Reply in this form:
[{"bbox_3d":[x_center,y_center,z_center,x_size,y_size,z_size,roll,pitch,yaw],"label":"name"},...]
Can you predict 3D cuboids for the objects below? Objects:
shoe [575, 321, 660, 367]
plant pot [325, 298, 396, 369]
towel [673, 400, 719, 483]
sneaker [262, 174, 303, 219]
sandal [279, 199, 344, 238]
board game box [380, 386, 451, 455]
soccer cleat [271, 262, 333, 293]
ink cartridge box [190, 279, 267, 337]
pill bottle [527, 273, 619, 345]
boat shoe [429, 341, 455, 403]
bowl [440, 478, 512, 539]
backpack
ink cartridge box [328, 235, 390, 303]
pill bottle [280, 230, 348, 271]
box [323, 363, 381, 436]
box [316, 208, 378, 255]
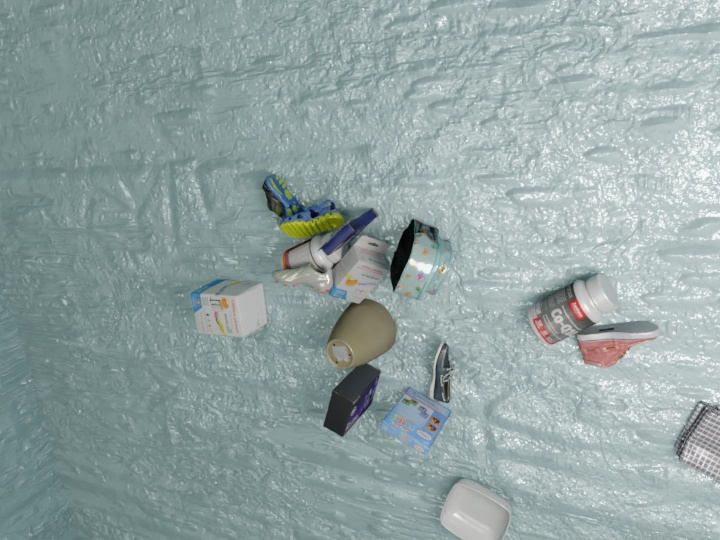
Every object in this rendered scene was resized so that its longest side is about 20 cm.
[{"bbox_3d":[0.645,0.186,1.489,0.198,0.071,0.092,-10,104,36],"label":"shoe"},{"bbox_3d":[-0.016,0.206,1.773,0.185,0.200,0.190,9,111,25],"label":"plant pot"},{"bbox_3d":[0.884,0.428,1.434,0.198,0.085,0.167,25,117,19],"label":"towel"},{"bbox_3d":[-0.236,-0.197,1.836,0.082,0.071,0.201,-25,98,55],"label":"sneaker"},{"bbox_3d":[-0.144,-0.154,1.767,0.197,0.088,0.080,-10,147,10],"label":"sandal"},{"bbox_3d":[0.166,0.438,1.757,0.150,0.200,0.037,27,119,17],"label":"board game box"},{"bbox_3d":[-0.168,0.012,1.749,0.198,0.069,0.079,10,101,21],"label":"soccer cleat"},{"bbox_3d":[-0.438,0.125,2.004,0.198,0.144,0.149,2,108,27],"label":"ink cartridge box"},{"bbox_3d":[0.530,0.096,1.489,0.199,0.114,0.115,-35,90,33],"label":"pill bottle"},{"bbox_3d":[0.244,0.301,1.741,0.061,0.075,0.202,16,116,24],"label":"boat shoe"},{"bbox_3d":[0.360,0.742,1.836,0.198,0.075,0.202,25,117,19],"label":"bowl"},{"bbox_3d":[0.159,-0.016,1.600,0.152,0.200,0.177,25,117,0],"label":"backpack"},{"bbox_3d":[0.000,0.000,1.734,0.200,0.114,0.068,-49,41,32],"label":"ink cartridge box"},{"bbox_3d":[-0.138,-0.043,1.803,0.199,0.109,0.111,-23,96,32],"label":"pill bottle"},{"bbox_3d":[-0.024,0.393,1.842,0.078,0.200,0.143,22,118,20],"label":"box"},{"bbox_3d":[-0.035,-0.105,1.671,0.033,0.200,0.121,50,123,3],"label":"box"}]
